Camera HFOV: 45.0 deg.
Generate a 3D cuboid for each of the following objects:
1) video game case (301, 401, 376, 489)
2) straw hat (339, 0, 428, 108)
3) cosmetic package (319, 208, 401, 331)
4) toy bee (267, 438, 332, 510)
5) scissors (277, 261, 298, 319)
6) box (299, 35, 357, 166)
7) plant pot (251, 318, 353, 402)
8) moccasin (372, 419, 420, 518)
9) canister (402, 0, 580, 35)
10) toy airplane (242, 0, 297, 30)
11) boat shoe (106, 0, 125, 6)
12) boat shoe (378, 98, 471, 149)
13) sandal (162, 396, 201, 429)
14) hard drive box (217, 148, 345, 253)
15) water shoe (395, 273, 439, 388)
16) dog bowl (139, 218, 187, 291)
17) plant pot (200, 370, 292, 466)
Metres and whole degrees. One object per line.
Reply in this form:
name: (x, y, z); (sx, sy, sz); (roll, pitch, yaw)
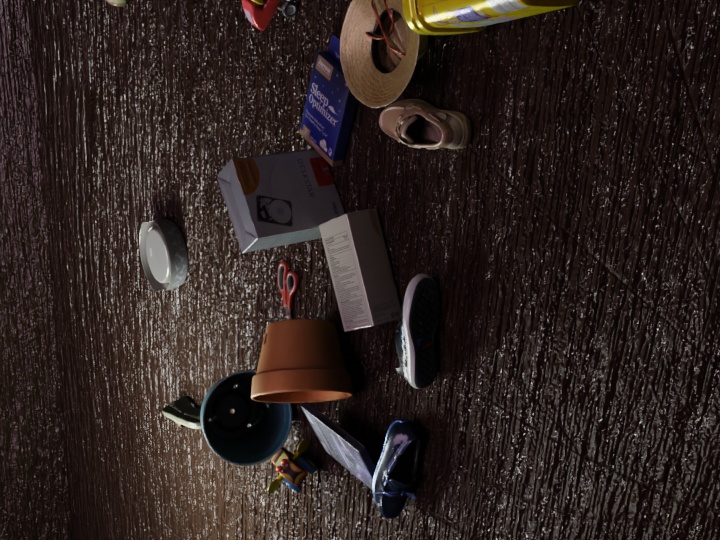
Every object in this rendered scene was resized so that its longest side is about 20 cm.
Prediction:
video game case: (-0.032, 0.350, 1.698); (0.199, 0.019, 0.144); (26, 148, 48)
straw hat: (0.058, -0.355, 1.348); (0.200, 0.084, 0.204); (12, 105, 49)
cosmetic package: (0.000, 0.000, 1.551); (0.105, 0.070, 0.203); (-14, 89, 56)
toy bee: (-0.142, 0.418, 1.853); (0.198, 0.109, 0.132); (-3, 54, 47)
scissors: (-0.156, 0.081, 1.855); (0.073, 0.014, 0.203); (29, 124, 45)
box: (-0.052, -0.306, 1.569); (0.121, 0.032, 0.202); (47, 134, 37)
plant pot: (-0.114, 0.175, 1.682); (0.199, 0.198, 0.142); (-22, 66, 55)
moccasin: (0.065, 0.367, 1.560); (0.068, 0.079, 0.203); (-137, 45, -55)
canister: (0.172, -0.366, 1.129); (0.199, 0.147, 0.088); (6, 105, 52)
toy airplane: (-0.177, -0.562, 1.572); (0.199, 0.140, 0.202); (-19, 84, 56)
boat shoe: (-0.670, -0.776, 2.283); (0.200, 0.073, 0.063); (48, 131, 20)
boat shoe: (0.086, -0.229, 1.363); (0.199, 0.064, 0.072); (19, 115, 51)
sandal: (-0.475, 0.399, 2.357); (0.200, 0.079, 0.058); (19, 129, 51)
hard drive box: (-0.143, -0.132, 1.604); (0.077, 0.198, 0.158); (-34, 74, 53)
water shoe: (0.084, 0.099, 1.462); (0.079, 0.071, 0.203); (23, 118, 52)
dog bowl: (-0.519, -0.042, 2.295); (0.199, 0.058, 0.203); (21, 116, 51)
plant pot: (-0.272, 0.324, 1.952); (0.188, 0.197, 0.203); (166, 91, -70)
